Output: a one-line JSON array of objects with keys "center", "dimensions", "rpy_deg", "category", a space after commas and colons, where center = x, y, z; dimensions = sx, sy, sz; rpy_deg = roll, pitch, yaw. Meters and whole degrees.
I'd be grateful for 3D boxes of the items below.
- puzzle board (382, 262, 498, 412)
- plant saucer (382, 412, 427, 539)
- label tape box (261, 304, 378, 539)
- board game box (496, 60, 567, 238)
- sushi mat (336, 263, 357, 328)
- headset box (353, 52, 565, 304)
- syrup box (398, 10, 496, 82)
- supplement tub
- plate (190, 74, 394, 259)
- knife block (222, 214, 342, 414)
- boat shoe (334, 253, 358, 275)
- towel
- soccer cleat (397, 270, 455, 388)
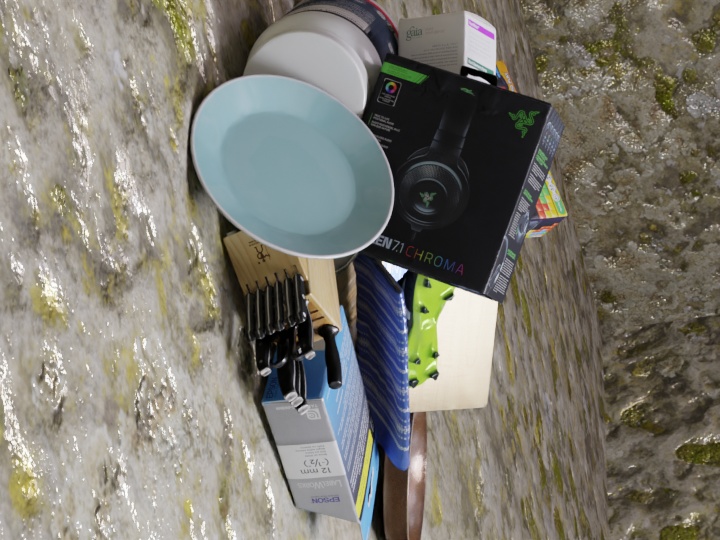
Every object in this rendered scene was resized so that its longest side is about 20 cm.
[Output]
[{"center": [0.081, 0.057, 1.781], "dimensions": [0.017, 0.150, 0.201], "rpy_deg": [-151, -117, -62], "category": "puzzle board"}, {"center": [0.051, 0.236, 1.867], "dimensions": [0.200, 0.034, 0.202], "rpy_deg": [2, 90, -83], "category": "plant saucer"}, {"center": [-0.034, 0.157, 1.586], "dimensions": [0.144, 0.066, 0.201], "rpy_deg": [-79, 160, -53], "category": "label tape box"}, {"center": [0.118, -0.129, 1.771], "dimensions": [0.165, 0.057, 0.201], "rpy_deg": [-8, 69, -38], "category": "board game box"}, {"center": [0.000, 0.000, 1.721], "dimensions": [0.200, 0.012, 0.096], "rpy_deg": [-53, 141, -31], "category": "sushi mat"}, {"center": [0.083, -0.093, 1.545], "dimensions": [0.201, 0.173, 0.093], "rpy_deg": [-69, 164, -2], "category": "headset box"}, {"center": [0.087, -0.156, 1.650], "dimensions": [0.081, 0.078, 0.202], "rpy_deg": [15, 75, -60], "category": "syrup box"}, {"center": [-0.037, -0.198, 1.628], "dimensions": [0.200, 0.139, 0.141], "rpy_deg": [-61, 140, -68], "category": "supplement tub"}, {"center": [-0.063, -0.091, 1.464], "dimensions": [0.026, 0.199, 0.201], "rpy_deg": [129, -29, -47], "category": "plate"}, {"center": [-0.056, 0.032, 1.507], "dimensions": [0.200, 0.064, 0.177], "rpy_deg": [-37, 107, -74], "category": "knife block"}, {"center": [0.004, -0.070, 1.657], "dimensions": [0.202, 0.060, 0.072], "rpy_deg": [-61, 141, -34], "category": "boat shoe"}, {"center": [0.019, 0.089, 1.663], "dimensions": [0.145, 0.024, 0.201], "rpy_deg": [-130, -146, -62], "category": "towel"}, {"center": [0.056, 0.027, 1.656], "dimensions": [0.081, 0.067, 0.201], "rpy_deg": [41, -50, 40], "category": "soccer cleat"}]
